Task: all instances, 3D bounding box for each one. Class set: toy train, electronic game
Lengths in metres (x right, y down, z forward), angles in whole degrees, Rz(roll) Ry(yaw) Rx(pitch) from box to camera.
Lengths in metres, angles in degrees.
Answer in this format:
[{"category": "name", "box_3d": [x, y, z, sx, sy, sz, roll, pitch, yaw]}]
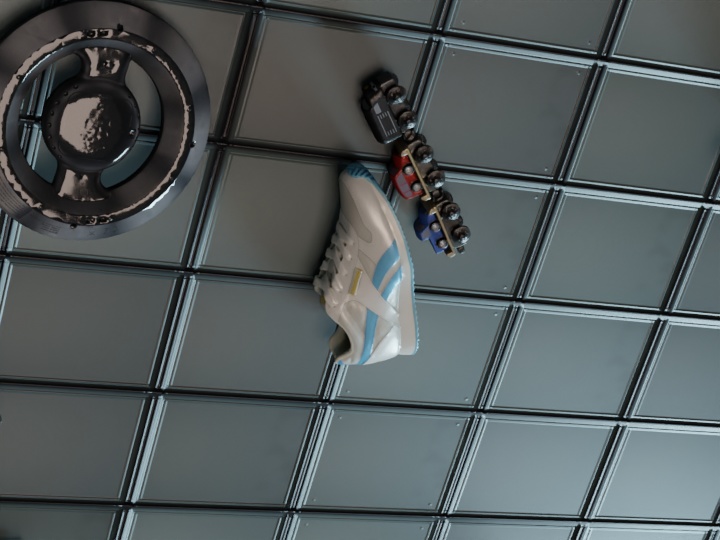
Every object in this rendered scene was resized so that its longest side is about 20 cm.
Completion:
[{"category": "toy train", "box_3d": [0.047, -0.087, 1.625, 0.046, 0.034, 0.200, -27, 125, 0]}, {"category": "electronic game", "box_3d": [-0.218, -0.120, 1.486, 0.200, 0.042, 0.201, -9, 115, -21]}]

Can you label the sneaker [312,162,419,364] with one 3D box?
[{"category": "sneaker", "box_3d": [0.000, 0.000, 1.633, 0.081, 0.077, 0.200, -15, 121, -10]}]
